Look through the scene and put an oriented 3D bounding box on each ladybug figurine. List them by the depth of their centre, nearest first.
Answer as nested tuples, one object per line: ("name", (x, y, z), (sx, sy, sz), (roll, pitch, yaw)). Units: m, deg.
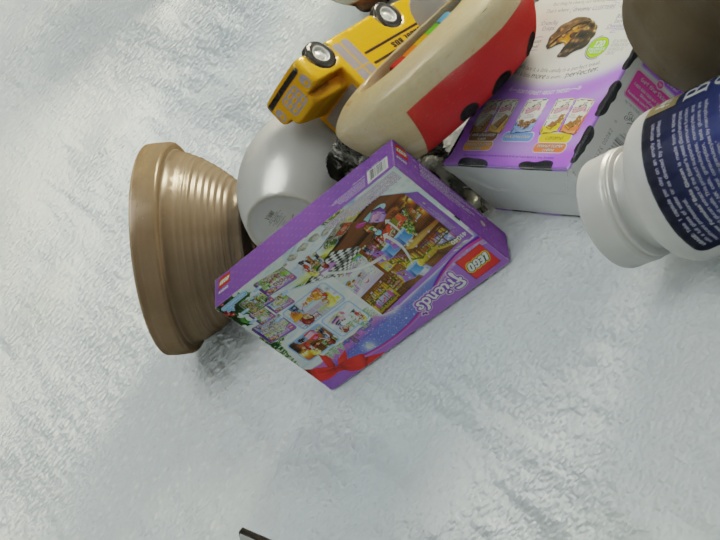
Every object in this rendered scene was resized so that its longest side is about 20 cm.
("ladybug figurine", (0.069, -0.158, 1.382), (0.200, 0.072, 0.136), (-44, 10, -1))

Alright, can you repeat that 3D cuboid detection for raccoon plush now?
("raccoon plush", (0.065, -0.094, 1.510), (0.097, 0.134, 0.200), (-49, -8, 36))

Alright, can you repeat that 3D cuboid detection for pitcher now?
("pitcher", (-0.052, -0.086, 1.620), (0.200, 0.121, 0.172), (-73, 10, -47))

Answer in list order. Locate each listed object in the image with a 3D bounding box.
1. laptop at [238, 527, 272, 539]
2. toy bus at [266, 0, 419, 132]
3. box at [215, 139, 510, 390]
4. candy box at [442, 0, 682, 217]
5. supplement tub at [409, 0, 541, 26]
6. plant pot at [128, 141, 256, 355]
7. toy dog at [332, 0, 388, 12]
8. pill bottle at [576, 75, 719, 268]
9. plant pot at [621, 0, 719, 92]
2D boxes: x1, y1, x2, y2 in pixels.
("laptop", (-0.048, 0.300, 1.158), (0.116, 0.200, 0.187), (-26, 18, -28))
("toy bus", (0.006, -0.179, 1.562), (0.200, 0.078, 0.065), (-38, -9, -46))
("box", (0.000, 0.000, 1.401), (0.200, 0.137, 0.039), (-37, 33, 25))
("candy box", (0.179, -0.144, 1.375), (0.168, 0.072, 0.200), (9, 65, 59))
("supplement tub", (0.145, -0.279, 1.516), (0.200, 0.132, 0.132), (-58, 29, -11))
("plant pot", (-0.144, -0.023, 1.632), (0.093, 0.201, 0.201), (-5, 44, 10))
("toy dog", (0.009, -0.371, 1.821), (0.194, 0.140, 0.200), (-23, 38, 63))
("pill bottle", (0.244, -0.071, 1.154), (0.200, 0.111, 0.111), (-25, 38, 40))
("plant pot", (0.270, -0.211, 1.209), (0.174, 0.200, 0.200), (125, 165, -55))
